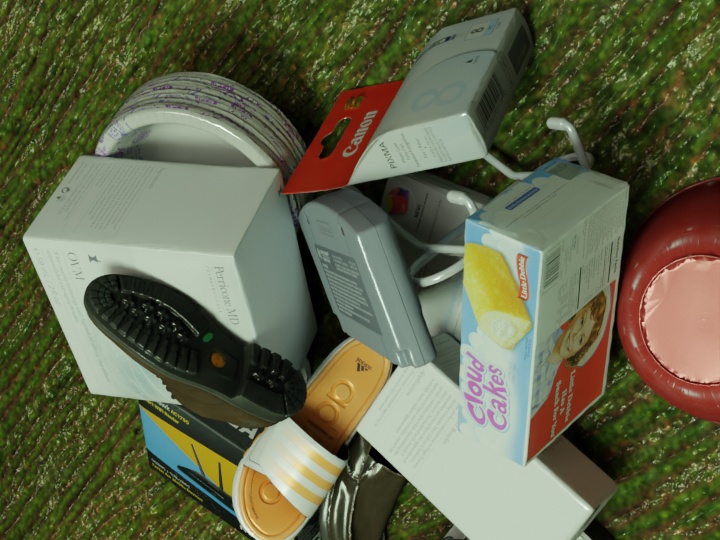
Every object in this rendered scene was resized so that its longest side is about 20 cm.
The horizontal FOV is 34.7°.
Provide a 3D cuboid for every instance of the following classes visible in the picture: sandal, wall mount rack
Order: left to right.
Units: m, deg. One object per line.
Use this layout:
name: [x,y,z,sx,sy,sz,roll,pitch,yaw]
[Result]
sandal: [-0.040,0.140,1.003,0.079,0.059,0.207,33,76,-3]
wall mount rack: [0.086,-0.070,0.940,0.173,0.200,0.075,7,129,58]

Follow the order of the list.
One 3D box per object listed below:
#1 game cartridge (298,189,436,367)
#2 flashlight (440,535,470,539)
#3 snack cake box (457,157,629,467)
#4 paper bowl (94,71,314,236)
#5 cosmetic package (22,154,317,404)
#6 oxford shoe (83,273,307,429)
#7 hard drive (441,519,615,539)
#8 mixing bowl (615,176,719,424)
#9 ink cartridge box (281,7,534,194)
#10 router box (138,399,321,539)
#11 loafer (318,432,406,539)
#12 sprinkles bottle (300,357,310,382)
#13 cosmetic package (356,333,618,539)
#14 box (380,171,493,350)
game cartridge: [0.000,0.000,0.947,0.040,0.200,0.134,-26,103,-12]
flashlight: [0.044,0.303,1.035,0.068,0.068,0.200,52,135,11]
snack cake box: [0.135,0.032,0.860,0.067,0.115,0.201,25,133,33]
paper bowl: [-0.138,-0.096,1.080,0.200,0.105,0.201,12,135,12]
cosmetic package: [-0.162,0.015,1.036,0.199,0.123,0.200,4,134,17]
oxford shoe: [-0.148,0.077,0.952,0.200,0.073,0.084,36,137,-16]
hard drive: [0.167,0.276,1.005,0.200,0.038,0.140,45,116,21]
mixing bowl: [0.273,0.030,0.869,0.199,0.108,0.201,4,98,30]
ink cartridge box: [0.033,-0.142,0.970,0.199,0.160,0.047,-7,128,32]
router box: [-0.127,0.185,1.127,0.199,0.051,0.150,29,140,25]
loafer: [0.009,0.193,1.070,0.071,0.073,0.201,4,98,32]
sprinkles bottle: [-0.147,0.087,1.158,0.199,0.068,0.069,18,105,29]
cosmetic package: [0.104,0.156,0.966,0.200,0.074,0.102,42,116,18]
box: [0.096,0.014,1.015,0.199,0.041,0.157,23,108,27]
